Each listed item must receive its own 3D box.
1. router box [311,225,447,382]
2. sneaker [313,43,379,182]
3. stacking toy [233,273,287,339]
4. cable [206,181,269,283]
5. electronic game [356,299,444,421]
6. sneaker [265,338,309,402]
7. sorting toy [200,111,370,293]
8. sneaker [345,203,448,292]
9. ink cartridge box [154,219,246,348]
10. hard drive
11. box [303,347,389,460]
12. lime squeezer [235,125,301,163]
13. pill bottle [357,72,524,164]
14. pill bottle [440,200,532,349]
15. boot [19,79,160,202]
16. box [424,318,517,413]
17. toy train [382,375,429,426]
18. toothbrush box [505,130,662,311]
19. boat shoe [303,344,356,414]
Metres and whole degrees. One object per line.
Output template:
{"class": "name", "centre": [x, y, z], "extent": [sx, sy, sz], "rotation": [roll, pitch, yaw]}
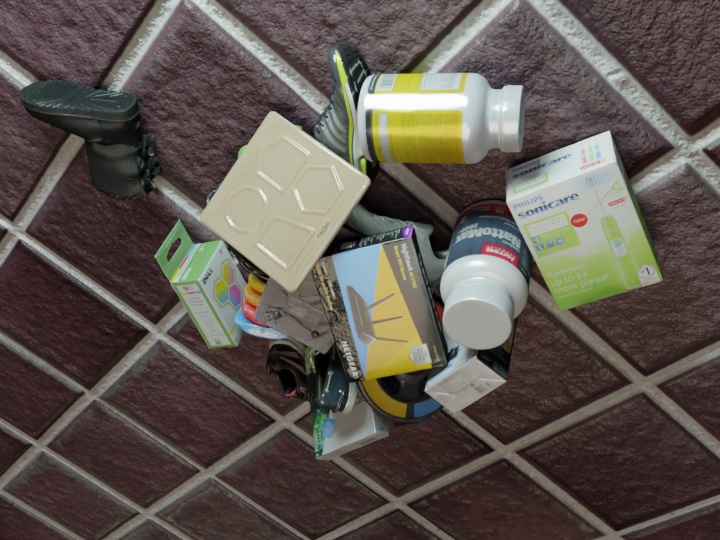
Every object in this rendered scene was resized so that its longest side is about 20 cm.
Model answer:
{"class": "router box", "centre": [0.027, 0.050, 1.115], "extent": [0.148, 0.051, 0.201], "rotation": [-13, 113, 13]}
{"class": "sneaker", "centre": [-0.027, -0.205, 1.070], "extent": [0.080, 0.074, 0.201], "rotation": [6, 129, 18]}
{"class": "stacking toy", "centre": [-0.134, -0.001, 1.273], "extent": [0.115, 0.110, 0.201], "rotation": [10, 117, 8]}
{"class": "cable", "centre": [-0.123, -0.069, 1.190], "extent": [0.163, 0.051, 0.201], "rotation": [-33, 113, -3]}
{"class": "electronic game", "centre": [0.079, 0.137, 1.259], "extent": [0.200, 0.200, 0.042], "rotation": [41, 165, -18]}
{"class": "sneaker", "centre": [-0.105, 0.206, 1.433], "extent": [0.080, 0.087, 0.200], "rotation": [-28, 117, 36]}
{"class": "sorting toy", "centre": [-0.104, -0.094, 1.093], "extent": [0.200, 0.036, 0.186], "rotation": [37, 95, 24]}
{"class": "sneaker", "centre": [0.056, -0.053, 1.184], "extent": [0.200, 0.076, 0.092], "rotation": [41, 108, -13]}
{"class": "ink cartridge box", "centre": [-0.248, 0.021, 1.310], "extent": [0.059, 0.104, 0.201], "rotation": [-8, 126, 23]}
{"class": "hard drive", "centre": [-0.061, 0.015, 1.164], "extent": [0.134, 0.042, 0.201], "rotation": [27, 116, -6]}
{"class": "box", "centre": [-0.028, 0.199, 1.335], "extent": [0.144, 0.201, 0.036], "rotation": [-31, 144, 35]}
{"class": "lime squeezer", "centre": [-0.154, -0.148, 1.190], "extent": [0.070, 0.038, 0.200], "rotation": [3, 138, -27]}
{"class": "pill bottle", "centre": [0.103, -0.191, 1.009], "extent": [0.199, 0.112, 0.112], "rotation": [4, 130, 15]}
{"class": "pill bottle", "centre": [0.173, 0.006, 1.096], "extent": [0.119, 0.200, 0.120], "rotation": [9, 132, 10]}
{"class": "boot", "centre": [-0.402, -0.193, 1.204], "extent": [0.197, 0.074, 0.163], "rotation": [10, 135, 9]}
{"class": "box", "centre": [0.169, 0.098, 1.177], "extent": [0.060, 0.200, 0.117], "rotation": [37, 132, -13]}
{"class": "toy train", "centre": [0.034, 0.211, 1.374], "extent": [0.199, 0.115, 0.087], "rotation": [-13, 124, 26]}
{"class": "toothbrush box", "centre": [0.298, -0.061, 1.068], "extent": [0.145, 0.086, 0.200], "rotation": [-19, 120, 22]}
{"class": "boat shoe", "centre": [-0.051, 0.144, 1.285], "extent": [0.062, 0.201, 0.075], "rotation": [15, 132, -21]}
